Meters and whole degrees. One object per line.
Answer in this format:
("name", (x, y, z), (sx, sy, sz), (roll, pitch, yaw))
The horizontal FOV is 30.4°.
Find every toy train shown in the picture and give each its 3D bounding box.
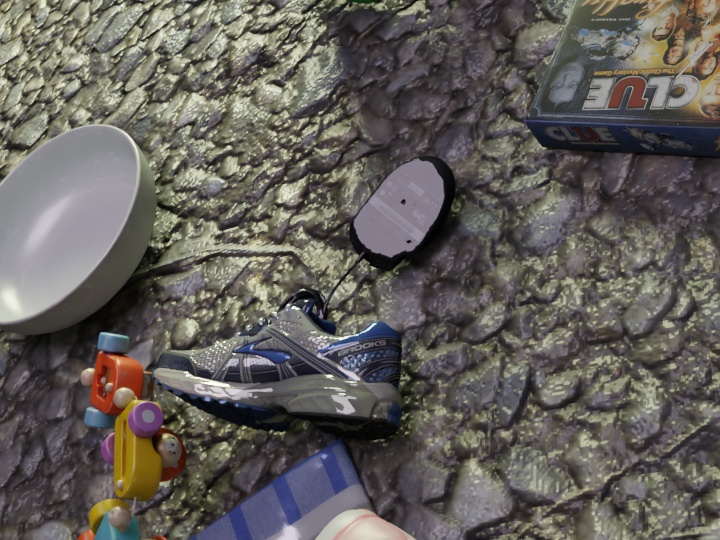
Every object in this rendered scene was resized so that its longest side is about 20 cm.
("toy train", (-0.166, 0.148, 0.945), (0.150, 0.055, 0.202), (-2, 79, 63))

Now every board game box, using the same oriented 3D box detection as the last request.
("board game box", (0.224, -0.144, 0.904), (0.199, 0.035, 0.136), (7, 64, 40))

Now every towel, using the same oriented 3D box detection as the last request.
("towel", (-0.041, 0.217, 0.842), (0.146, 0.024, 0.201), (-34, 45, 10))

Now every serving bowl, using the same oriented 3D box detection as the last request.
("serving bowl", (-0.251, -0.026, 1.146), (0.199, 0.066, 0.201), (-20, 49, 24))

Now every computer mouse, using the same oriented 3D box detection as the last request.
("computer mouse", (0.000, 0.000, 0.972), (0.059, 0.034, 0.200), (42, 92, 21))

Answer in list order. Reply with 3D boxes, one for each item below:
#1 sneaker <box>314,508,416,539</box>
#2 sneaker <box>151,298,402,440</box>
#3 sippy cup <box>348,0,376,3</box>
("sneaker", (-0.016, 0.231, 0.740), (0.104, 0.075, 0.201), (12, 59, 47))
("sneaker", (-0.054, 0.065, 0.925), (0.199, 0.077, 0.086), (3, 69, 28))
("sippy cup", (-0.015, -0.318, 1.122), (0.177, 0.139, 0.131), (20, 82, 51))
